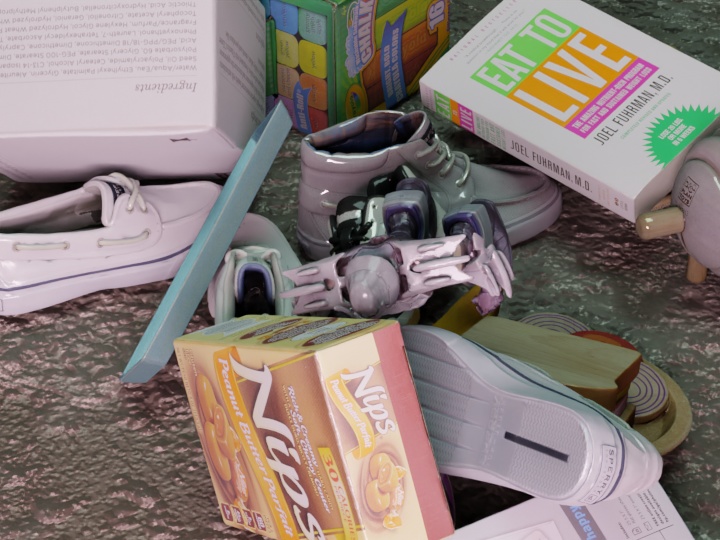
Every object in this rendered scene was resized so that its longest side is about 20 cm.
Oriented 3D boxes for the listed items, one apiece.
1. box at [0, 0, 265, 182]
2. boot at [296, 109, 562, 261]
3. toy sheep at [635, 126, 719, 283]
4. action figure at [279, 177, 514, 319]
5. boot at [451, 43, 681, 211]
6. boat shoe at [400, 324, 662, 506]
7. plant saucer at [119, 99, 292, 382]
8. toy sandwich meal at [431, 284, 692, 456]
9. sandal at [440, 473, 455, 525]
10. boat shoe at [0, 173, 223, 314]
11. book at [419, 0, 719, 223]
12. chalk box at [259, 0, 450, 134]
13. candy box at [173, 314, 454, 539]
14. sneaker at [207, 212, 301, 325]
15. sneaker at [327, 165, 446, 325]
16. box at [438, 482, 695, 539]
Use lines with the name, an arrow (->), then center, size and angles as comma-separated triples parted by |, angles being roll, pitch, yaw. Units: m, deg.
box -> -0.176, -0.140, 1.346 | 0.198, 0.132, 0.199 | -1, -6, 7
boot -> 0.052, -0.067, 1.363 | 0.198, 0.096, 0.074 | -11, 36, -15
toy sheep -> 0.277, -0.043, 1.299 | 0.198, 0.139, 0.138 | -15, 37, -20
action figure -> 0.031, -0.001, 1.121 | 0.129, 0.070, 0.200 | 0, 14, 19
boot -> 0.167, -0.107, 1.448 | 0.198, 0.073, 0.155 | -4, 38, -6
boat shoe -> 0.078, 0.085, 1.043 | 0.066, 0.074, 0.199 | 14, 9, -39
plant saucer -> -0.097, -0.016, 1.250 | 0.019, 0.070, 0.201 | 30, 67, -10
toy sandwich meal -> 0.112, 0.059, 1.174 | 0.203, 0.071, 0.206 | 6, 23, -3
sandal -> 0.034, 0.123, 1.106 | 0.049, 0.083, 0.204 | -23, 49, 1
boat shoe -> -0.170, -0.030, 1.322 | 0.199, 0.067, 0.073 | -24, 41, -30
book -> 0.158, -0.122, 1.387 | 0.199, 0.048, 0.133 | 31, 59, 32
chalk box -> -0.033, -0.189, 1.516 | 0.123, 0.126, 0.200 | 23, 42, 29
candy box -> -0.030, 0.087, 1.054 | 0.055, 0.117, 0.200 | -19, 8, -25
sneaker -> -0.064, 0.016, 1.255 | 0.074, 0.088, 0.201 | -5, 34, -5
sneaker -> 0.000, 0.000, 1.257 | 0.075, 0.088, 0.200 | -25, 14, 30
box -> 0.099, 0.197, 0.989 | 0.198, 0.041, 0.157 | -18, 62, -23
